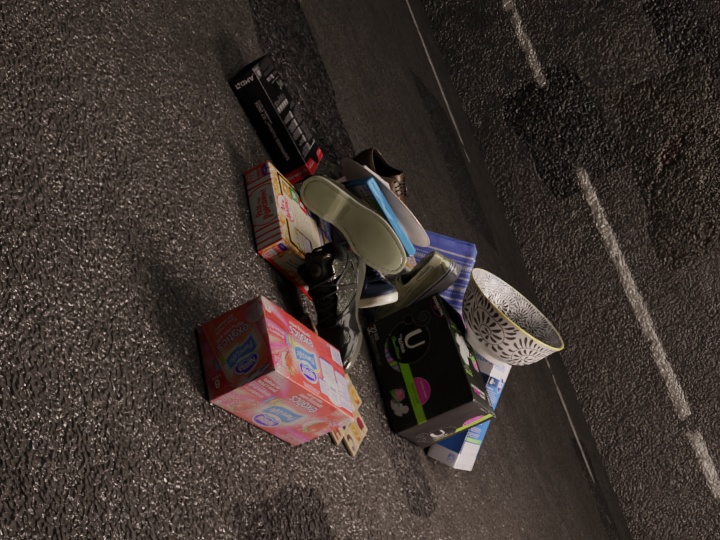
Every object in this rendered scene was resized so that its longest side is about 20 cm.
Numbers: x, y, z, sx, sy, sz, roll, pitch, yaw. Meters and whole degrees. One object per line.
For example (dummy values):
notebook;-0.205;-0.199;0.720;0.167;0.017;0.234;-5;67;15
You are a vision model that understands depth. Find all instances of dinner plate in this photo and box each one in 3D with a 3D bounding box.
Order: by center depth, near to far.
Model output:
dinner plate;0.034;-0.104;1.735;0.200;0.024;0.200;43;-9;9

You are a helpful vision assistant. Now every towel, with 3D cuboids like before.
towel;0.126;0.024;1.940;0.024;0.143;0.202;107;-1;-67

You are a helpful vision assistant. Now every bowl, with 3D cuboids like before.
bowl;0.236;0.097;1.795;0.200;0.095;0.201;35;18;-13

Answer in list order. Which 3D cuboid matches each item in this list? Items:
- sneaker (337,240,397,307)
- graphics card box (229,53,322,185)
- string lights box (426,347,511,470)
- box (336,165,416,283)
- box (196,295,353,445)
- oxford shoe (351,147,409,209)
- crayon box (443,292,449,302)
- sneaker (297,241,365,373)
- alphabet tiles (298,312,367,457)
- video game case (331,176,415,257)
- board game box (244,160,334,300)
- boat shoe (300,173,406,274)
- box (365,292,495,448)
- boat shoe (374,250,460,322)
sneaker;0.000;0.000;1.684;0.200;0.074;0.086;-151;-126;-64
graphics card box;-0.137;-0.252;1.780;0.202;0.050;0.126;61;17;-17
string lights box;0.192;0.244;1.868;0.103;0.058;0.202;29;82;-64
box;0.017;-0.063;1.898;0.112;0.100;0.202;29;39;-62
box;-0.098;0.126;1.279;0.200;0.094;0.104;40;29;-54
oxford shoe;0.058;-0.140;1.995;0.201;0.084;0.073;54;35;-3
crayon box;0.169;0.112;1.994;0.119;0.058;0.202;31;38;-63
sneaker;-0.048;0.048;1.527;0.114;0.075;0.202;37;51;-48
alphabet tiles;-0.045;0.163;1.547;0.202;0.006;0.166;63;16;-7
video game case;-0.008;-0.079;1.735;0.018;0.199;0.144;-42;111;-29
board game box;-0.097;-0.051;1.622;0.200;0.046;0.153;45;26;-50
boat shoe;-0.005;-0.076;1.655;0.201;0.072;0.061;42;15;1
box;0.116;0.170;1.789;0.124;0.147;0.202;40;28;-57
boat shoe;0.086;0.030;1.834;0.062;0.200;0.072;41;34;-15
